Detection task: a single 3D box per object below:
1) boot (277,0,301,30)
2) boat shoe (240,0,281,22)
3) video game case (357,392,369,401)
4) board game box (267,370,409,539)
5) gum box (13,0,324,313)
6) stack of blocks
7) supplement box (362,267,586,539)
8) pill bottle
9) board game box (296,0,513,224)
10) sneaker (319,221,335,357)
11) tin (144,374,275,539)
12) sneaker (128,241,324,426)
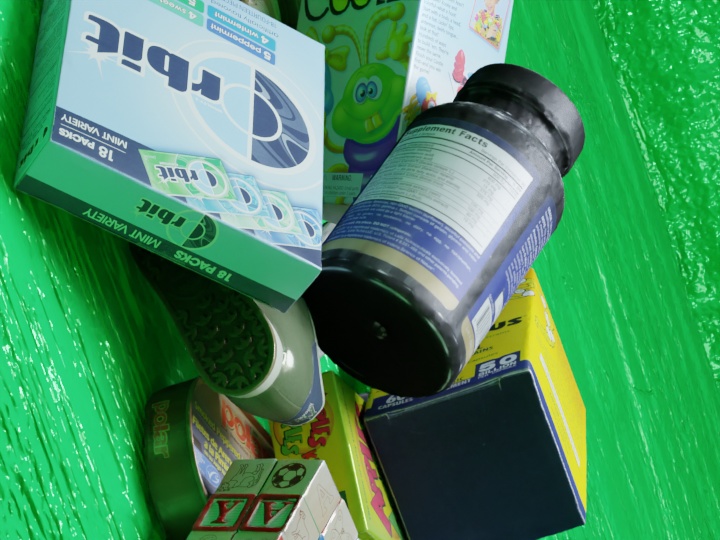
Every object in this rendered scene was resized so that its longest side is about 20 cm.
[{"bbox_3d":[-0.060,-0.176,1.662,0.155,0.072,0.201,38,35,-66],"label":"boot"},{"bbox_3d":[-0.084,-0.141,1.526,0.066,0.074,0.201,-76,146,-72],"label":"boat shoe"},{"bbox_3d":[0.010,0.176,1.605,0.200,0.025,0.182,2,72,-75],"label":"video game case"},{"bbox_3d":[0.001,0.142,1.439,0.200,0.047,0.102,49,26,-65],"label":"board game box"},{"bbox_3d":[-0.101,-0.089,1.310,0.169,0.045,0.201,26,38,-22],"label":"gum box"},{"bbox_3d":[-0.033,0.215,1.270,0.115,0.058,0.201,-59,137,-45],"label":"stack of blocks"},{"bbox_3d":[0.077,0.091,1.484,0.200,0.108,0.110,-74,145,-72],"label":"supplement box"},{"bbox_3d":[0.055,-0.029,1.407,0.200,0.111,0.112,-54,132,-32],"label":"pill bottle"},{"bbox_3d":[0.023,-0.131,1.530,0.105,0.103,0.201,18,79,-51],"label":"board game box"},{"bbox_3d":[0.000,-0.001,1.589,0.201,0.115,0.076,-65,136,-67],"label":"sneaker"},{"bbox_3d":[-0.070,0.139,1.346,0.200,0.042,0.112,55,27,-48],"label":"tin"},{"bbox_3d":[-0.076,0.010,1.351,0.090,0.067,0.201,42,18,-51],"label":"sneaker"}]
